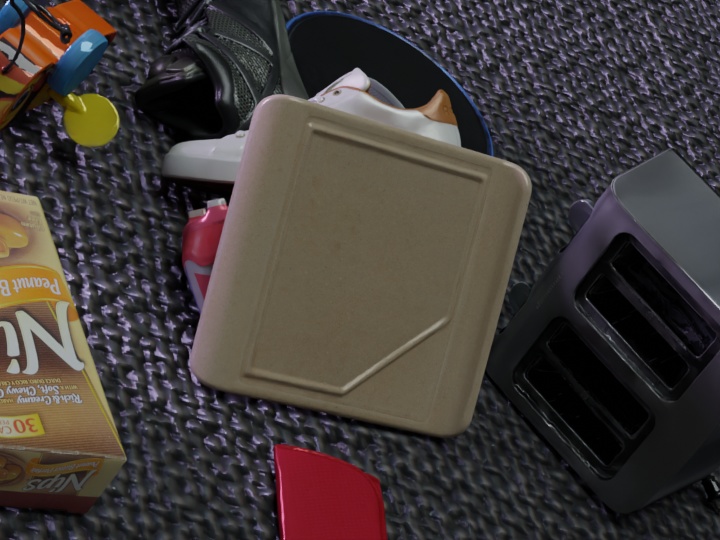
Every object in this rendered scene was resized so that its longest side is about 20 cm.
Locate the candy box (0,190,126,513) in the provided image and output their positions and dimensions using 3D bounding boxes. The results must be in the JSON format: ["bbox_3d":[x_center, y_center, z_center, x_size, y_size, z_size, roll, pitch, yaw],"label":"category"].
[{"bbox_3d":[-0.215,0.039,1.291,0.115,0.055,0.200,9,43,-37],"label":"candy box"}]

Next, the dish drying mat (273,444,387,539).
[{"bbox_3d":[-0.011,0.184,1.342,0.077,0.018,0.200,21,37,-23],"label":"dish drying mat"}]

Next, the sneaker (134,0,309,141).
[{"bbox_3d":[-0.109,-0.158,1.614,0.114,0.076,0.200,15,44,-41],"label":"sneaker"}]

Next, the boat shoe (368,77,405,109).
[{"bbox_3d":[0.033,-0.040,1.595,0.202,0.074,0.065,59,3,14],"label":"boat shoe"}]

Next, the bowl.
[{"bbox_3d":[0.012,-0.116,1.711,0.200,0.039,0.201,25,35,-19],"label":"bowl"}]

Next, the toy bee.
[{"bbox_3d":[-0.223,-0.131,1.470,0.131,0.109,0.200,44,7,22],"label":"toy bee"}]

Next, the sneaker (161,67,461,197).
[{"bbox_3d":[-0.033,-0.091,1.541,0.199,0.073,0.085,-1,85,-5],"label":"sneaker"}]

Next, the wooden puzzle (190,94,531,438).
[{"bbox_3d":[0.000,0.000,1.463,0.199,0.186,0.037,14,0,-28],"label":"wooden puzzle"}]

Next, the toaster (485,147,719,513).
[{"bbox_3d":[0.202,0.050,1.565,0.200,0.181,0.118,48,37,18],"label":"toaster"}]

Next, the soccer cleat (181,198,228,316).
[{"bbox_3d":[-0.022,-0.010,1.500,0.199,0.067,0.077,-3,82,-28],"label":"soccer cleat"}]
